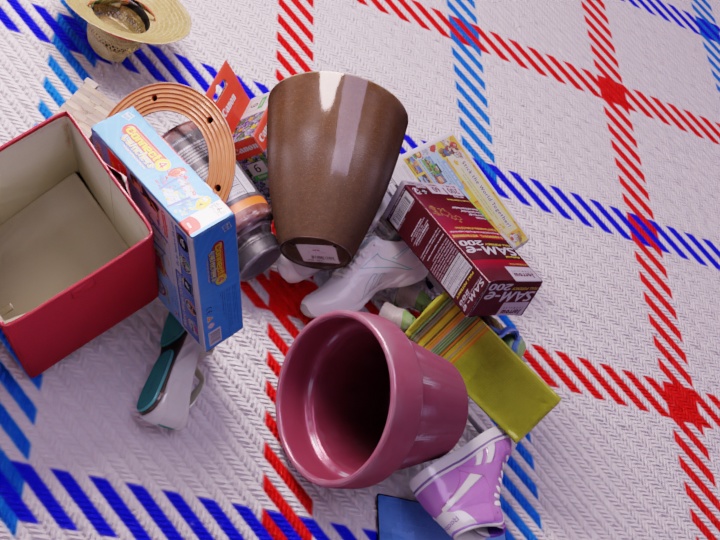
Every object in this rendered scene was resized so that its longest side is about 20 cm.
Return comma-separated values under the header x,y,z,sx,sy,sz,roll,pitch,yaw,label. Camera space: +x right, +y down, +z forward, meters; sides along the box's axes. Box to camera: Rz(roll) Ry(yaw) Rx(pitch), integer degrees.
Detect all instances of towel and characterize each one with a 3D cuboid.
x,y,z,sx,sy,sz,roll,pitch,yaw,label
0.152,0.119,1.384,0.200,0.086,0.018,44,20,2,towel

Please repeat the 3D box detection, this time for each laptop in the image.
x,y,z,sx,sy,sz,roll,pitch,yaw,label
0.125,0.348,1.276,0.185,0.199,0.118,15,84,-22,laptop

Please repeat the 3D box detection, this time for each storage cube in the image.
x,y,z,sx,sy,sz,roll,pitch,yaw,label
-0.329,-0.023,1.177,0.199,0.180,0.172,-34,77,-19,storage cube

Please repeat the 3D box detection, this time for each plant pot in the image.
x,y,z,sx,sy,sz,roll,pitch,yaw,label
0.026,0.157,1.314,0.177,0.199,0.202,13,49,-45,plant pot
-0.041,-0.112,1.392,0.184,0.187,0.203,17,66,-21,plant pot

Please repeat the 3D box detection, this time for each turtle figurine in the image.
x,y,z,sx,sy,sz,roll,pitch,yaw,label
0.118,0.107,1.479,0.192,0.201,0.145,24,70,15,turtle figurine

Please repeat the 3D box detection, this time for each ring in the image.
x,y,z,sx,sy,sz,roll,pitch,yaw,label
-0.242,-0.129,1.364,0.201,0.200,0.019,52,11,12,ring

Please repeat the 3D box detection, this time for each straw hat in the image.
x,y,z,sx,sy,sz,roll,pitch,yaw,label
-0.332,-0.335,1.515,0.198,0.086,0.203,20,36,-15,straw hat

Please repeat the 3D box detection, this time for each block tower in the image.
x,y,z,sx,sy,sz,roll,pitch,yaw,label
-0.372,-0.155,1.375,0.057,0.054,0.201,33,46,-8,block tower

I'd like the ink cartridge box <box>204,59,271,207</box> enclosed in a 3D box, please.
x,y,z,sx,sy,sz,roll,pitch,yaw,label
-0.128,-0.179,1.486,0.201,0.050,0.110,57,35,-31,ink cartridge box

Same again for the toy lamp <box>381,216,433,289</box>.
x,y,z,sx,sy,sz,roll,pitch,yaw,label
0.051,-0.064,1.579,0.201,0.058,0.058,50,46,6,toy lamp

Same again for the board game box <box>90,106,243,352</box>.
x,y,z,sx,sy,sz,roll,pitch,yaw,label
-0.211,-0.043,1.224,0.055,0.201,0.196,-31,60,-25,board game box

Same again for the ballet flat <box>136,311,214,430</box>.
x,y,z,sx,sy,sz,roll,pitch,yaw,label
-0.204,0.099,1.293,0.069,0.070,0.202,25,51,-14,ballet flat

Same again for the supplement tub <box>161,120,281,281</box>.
x,y,z,sx,sy,sz,roll,pitch,yaw,label
-0.182,-0.085,1.408,0.106,0.107,0.201,-25,74,-42,supplement tub

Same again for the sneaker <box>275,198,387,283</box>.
x,y,z,sx,sy,sz,roll,pitch,yaw,label
-0.039,-0.054,1.475,0.200,0.099,0.076,-42,109,-44,sneaker

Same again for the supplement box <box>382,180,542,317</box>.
x,y,z,sx,sy,sz,roll,pitch,yaw,label
0.128,-0.029,1.407,0.108,0.061,0.201,0,41,-43,supplement box

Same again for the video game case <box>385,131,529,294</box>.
x,y,z,sx,sy,sz,roll,pitch,yaw,label
0.122,-0.086,1.575,0.181,0.023,0.201,-28,77,-33,video game case

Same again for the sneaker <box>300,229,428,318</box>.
x,y,z,sx,sy,sz,roll,pitch,yaw,label
0.000,0.000,1.453,0.198,0.070,0.081,-27,117,-28,sneaker

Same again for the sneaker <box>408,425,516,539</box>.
x,y,z,sx,sy,sz,roll,pitch,yaw,label
0.152,0.271,1.368,0.199,0.073,0.115,-22,65,-46,sneaker
